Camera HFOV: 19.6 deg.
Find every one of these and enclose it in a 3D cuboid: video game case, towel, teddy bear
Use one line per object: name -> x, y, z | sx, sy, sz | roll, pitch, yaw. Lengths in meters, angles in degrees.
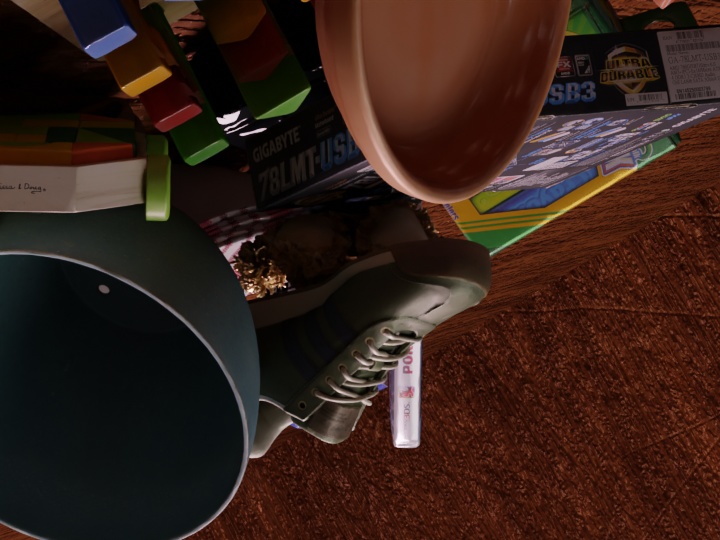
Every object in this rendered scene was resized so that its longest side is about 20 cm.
video game case -> 0.031, -0.004, 1.527 | 0.023, 0.200, 0.182 | -1, 129, -1
towel -> -0.066, -0.018, 1.396 | 0.200, 0.030, 0.146 | -19, 166, -30
teddy bear -> 0.000, 0.000, 1.233 | 0.145, 0.067, 0.200 | -5, 175, -14

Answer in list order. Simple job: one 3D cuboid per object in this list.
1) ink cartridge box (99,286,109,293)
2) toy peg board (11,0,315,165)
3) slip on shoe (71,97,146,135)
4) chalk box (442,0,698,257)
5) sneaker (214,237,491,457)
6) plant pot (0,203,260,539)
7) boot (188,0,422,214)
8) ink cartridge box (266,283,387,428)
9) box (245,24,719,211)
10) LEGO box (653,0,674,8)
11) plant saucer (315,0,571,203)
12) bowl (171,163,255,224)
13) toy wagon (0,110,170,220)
ink cartridge box -> -0.198, 0.061, 1.332 | 0.145, 0.088, 0.200 | -10, 151, 20
toy peg board -> -0.049, -0.139, 0.983 | 0.200, 0.098, 0.199 | -29, 171, 5
slip on shoe -> -0.212, -0.042, 1.183 | 0.200, 0.076, 0.061 | -18, 129, -14
chalk box -> 0.128, -0.125, 1.385 | 0.200, 0.124, 0.125 | -32, -155, 13
sneaker -> -0.006, 0.050, 1.143 | 0.200, 0.090, 0.067 | -19, 153, 41
plant pot -> -0.139, 0.033, 1.129 | 0.200, 0.200, 0.135 | -34, -159, 34
boot -> 0.014, -0.107, 1.243 | 0.200, 0.077, 0.168 | -25, 148, 23
ink cartridge box -> -0.028, 0.012, 1.602 | 0.094, 0.200, 0.044 | -28, 138, 34
box -> 0.069, -0.079, 1.121 | 0.198, 0.050, 0.200 | -5, 171, -29
LEGO box -> 0.221, -0.249, 1.173 | 0.149, 0.077, 0.200 | -37, 173, -10
plant saucer -> 0.037, -0.131, 0.928 | 0.037, 0.200, 0.200 | 12, -166, 30
bowl -> -0.149, -0.012, 1.484 | 0.200, 0.075, 0.200 | -32, 172, 19
toy wagon -> -0.175, -0.057, 1.057 | 0.155, 0.040, 0.200 | 1, -168, -7
